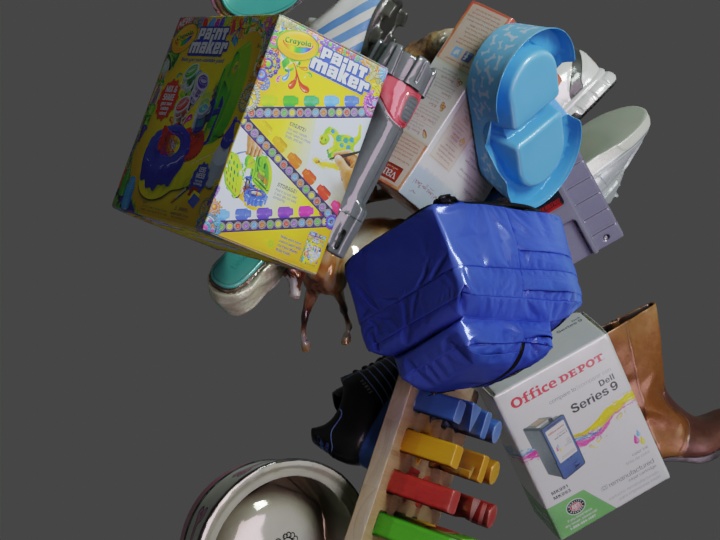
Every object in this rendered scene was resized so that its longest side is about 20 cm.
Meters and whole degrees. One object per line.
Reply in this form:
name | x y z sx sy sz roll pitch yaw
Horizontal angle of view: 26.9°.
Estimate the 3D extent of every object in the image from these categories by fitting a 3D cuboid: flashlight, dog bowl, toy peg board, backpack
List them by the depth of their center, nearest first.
flashlight | -0.001 -0.115 1.415 0.068 0.068 0.201 29 89 -10
backpack | 0.110 0.026 1.446 0.199 0.162 0.169 -4 74 -44
dog bowl | 0.156 -0.152 1.452 0.111 0.049 0.201 -39 140 -24
dog bowl | -0.091 0.277 1.494 0.199 0.074 0.201 -5 100 -31
toy peg board | 0.089 0.210 1.525 0.200 0.097 0.200 35 73 -65

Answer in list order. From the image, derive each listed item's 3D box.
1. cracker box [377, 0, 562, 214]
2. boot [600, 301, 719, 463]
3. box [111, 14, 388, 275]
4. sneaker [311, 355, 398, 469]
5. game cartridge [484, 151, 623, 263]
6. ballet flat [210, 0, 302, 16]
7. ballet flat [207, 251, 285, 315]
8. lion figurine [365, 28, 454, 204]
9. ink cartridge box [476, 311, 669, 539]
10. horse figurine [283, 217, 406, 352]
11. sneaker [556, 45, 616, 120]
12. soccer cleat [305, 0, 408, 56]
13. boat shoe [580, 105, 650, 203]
cracker box | 0.102 -0.145 1.486 0.200 0.058 0.134 -57 145 -2
boot | 0.353 0.133 1.770 0.187 0.068 0.201 -18 102 -16
box | -0.102 -0.116 1.348 0.122 0.200 0.194 22 85 -32
sneaker | 0.023 0.116 1.545 0.200 0.078 0.070 -54 155 -38
game cartridge | 0.161 -0.039 1.575 0.199 0.038 0.130 -30 120 6
ballet flat | -0.073 -0.285 1.415 0.200 0.071 0.069 -36 119 -29
ballet flat | -0.072 -0.035 1.474 0.200 0.067 0.062 -43 147 -16
lion figurine | 0.051 -0.151 1.528 0.122 0.072 0.201 0 112 -42
ink cartridge box | 0.229 0.168 1.650 0.145 0.088 0.201 -28 110 -5
horse figurine | 0.000 0.000 1.503 0.199 0.050 0.133 -28 129 -29
sneaker | 0.180 -0.161 1.610 0.080 0.074 0.200 45 77 1
soccer cleat | -0.031 -0.195 1.465 0.201 0.086 0.070 -61 156 3
boat shoe | 0.248 -0.099 1.660 0.201 0.070 0.072 -43 128 -15
